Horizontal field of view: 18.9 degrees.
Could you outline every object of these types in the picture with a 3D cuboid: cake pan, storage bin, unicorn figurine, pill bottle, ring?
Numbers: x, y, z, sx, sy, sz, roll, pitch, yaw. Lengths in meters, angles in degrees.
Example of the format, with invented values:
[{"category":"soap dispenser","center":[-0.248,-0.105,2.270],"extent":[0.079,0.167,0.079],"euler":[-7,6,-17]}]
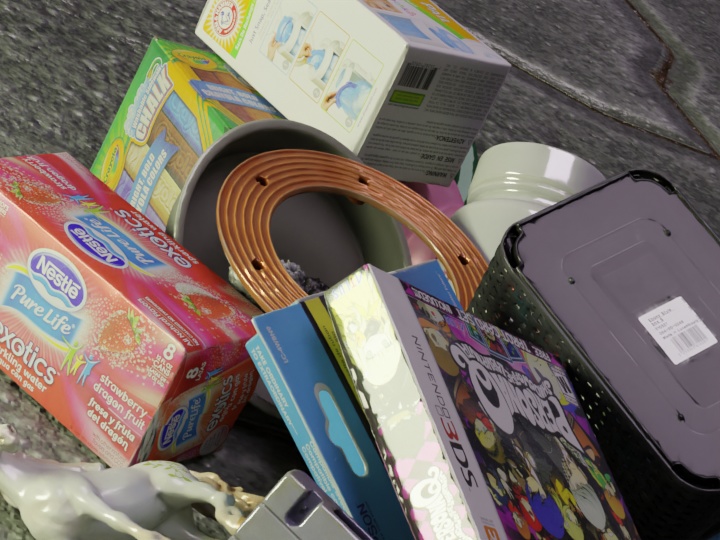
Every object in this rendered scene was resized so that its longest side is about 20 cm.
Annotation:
[{"category":"cake pan","center":[-0.049,0.003,1.396],"extent":[0.200,0.037,0.201],"euler":[14,69,-39]},{"category":"storage bin","center":[0.170,0.055,1.280],"extent":[0.135,0.094,0.200],"euler":[-24,65,-30]},{"category":"unicorn figurine","center":[-0.135,0.123,1.145],"extent":[0.137,0.074,0.200],"euler":[34,6,39]},{"category":"pill bottle","center":[0.099,0.023,1.441],"extent":[0.113,0.113,0.201],"euler":[23,65,-12]},{"category":"ring","center":[0.000,0.000,1.335],"extent":[0.200,0.019,0.201],"euler":[21,36,-16]}]

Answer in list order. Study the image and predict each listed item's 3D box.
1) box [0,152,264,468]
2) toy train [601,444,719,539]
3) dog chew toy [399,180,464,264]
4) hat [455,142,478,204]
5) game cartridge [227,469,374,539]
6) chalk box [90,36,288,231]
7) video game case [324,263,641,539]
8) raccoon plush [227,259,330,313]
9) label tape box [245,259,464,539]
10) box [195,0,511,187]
[{"category":"box","center":[-0.159,0.022,1.289],"extent":[0.200,0.096,0.100],"euler":[38,24,24]},{"category":"toy train","center":[0.204,0.120,1.360],"extent":[0.114,0.087,0.200],"euler":[25,49,6]},{"category":"dog chew toy","center":[0.053,-0.002,1.566],"extent":[0.200,0.125,0.124],"euler":[40,24,21]},{"category":"hat","center":[-0.007,-0.068,1.787],"extent":[0.165,0.176,0.200],"euler":[28,59,-6]},{"category":"game cartridge","center":[-0.002,0.207,1.000],"extent":[0.200,0.130,0.038],"euler":[43,10,13]},{"category":"chalk box","center":[-0.103,-0.079,1.545],"extent":[0.124,0.124,0.200],"euler":[11,27,-38]},{"category":"video game case","center":[0.075,0.102,1.113],"extent":[0.200,0.036,0.182],"euler":[26,35,-51]},{"category":"raccoon plush","center":[-0.026,0.092,1.291],"extent":[0.200,0.097,0.134],"euler":[35,27,2]},{"category":"label tape box","center":[0.007,0.083,1.160],"extent":[0.200,0.066,0.144],"euler":[-17,78,-58]},{"category":"box","center":[-0.008,-0.157,1.531],"extent":[0.112,0.102,0.200],"euler":[5,30,-46]}]
